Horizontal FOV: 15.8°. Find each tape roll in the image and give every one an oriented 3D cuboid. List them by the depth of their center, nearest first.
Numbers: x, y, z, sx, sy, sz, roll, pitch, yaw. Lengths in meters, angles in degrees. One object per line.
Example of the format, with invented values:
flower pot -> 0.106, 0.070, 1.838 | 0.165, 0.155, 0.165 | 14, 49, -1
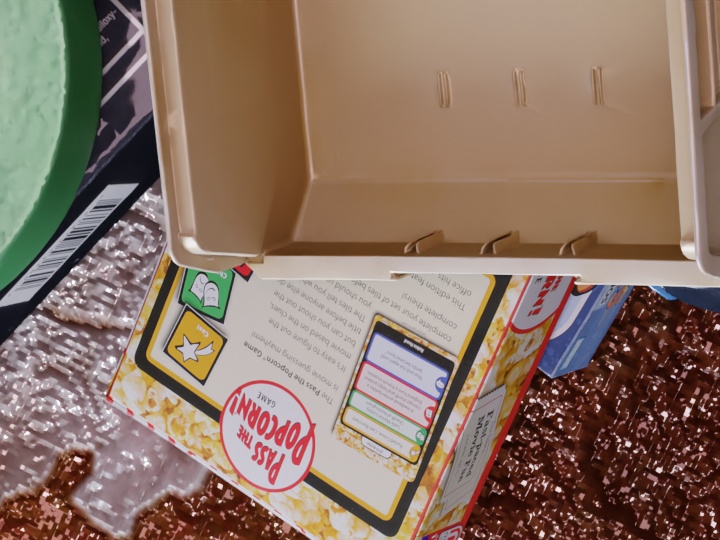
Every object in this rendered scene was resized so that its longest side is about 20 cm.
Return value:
tape roll -> -0.196, -0.073, 0.948 | 0.200, 0.048, 0.201 | 0, 93, 10

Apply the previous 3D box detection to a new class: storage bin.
storage bin -> 0.033, -0.092, 0.878 | 0.199, 0.094, 0.199 | 1, 102, 28

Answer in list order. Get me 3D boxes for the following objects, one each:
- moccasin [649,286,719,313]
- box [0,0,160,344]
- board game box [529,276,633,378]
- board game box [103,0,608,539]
moccasin -> 0.168, -0.079, 1.001 | 0.068, 0.080, 0.201 | 21, 109, 22
box -> -0.180, -0.084, 1.030 | 0.198, 0.123, 0.200 | 45, 98, 4
board game box -> 0.077, -0.079, 0.988 | 0.135, 0.034, 0.200 | 38, 115, 22
board game box -> 0.000, 0.000, 0.998 | 0.151, 0.046, 0.200 | 33, 113, 23
